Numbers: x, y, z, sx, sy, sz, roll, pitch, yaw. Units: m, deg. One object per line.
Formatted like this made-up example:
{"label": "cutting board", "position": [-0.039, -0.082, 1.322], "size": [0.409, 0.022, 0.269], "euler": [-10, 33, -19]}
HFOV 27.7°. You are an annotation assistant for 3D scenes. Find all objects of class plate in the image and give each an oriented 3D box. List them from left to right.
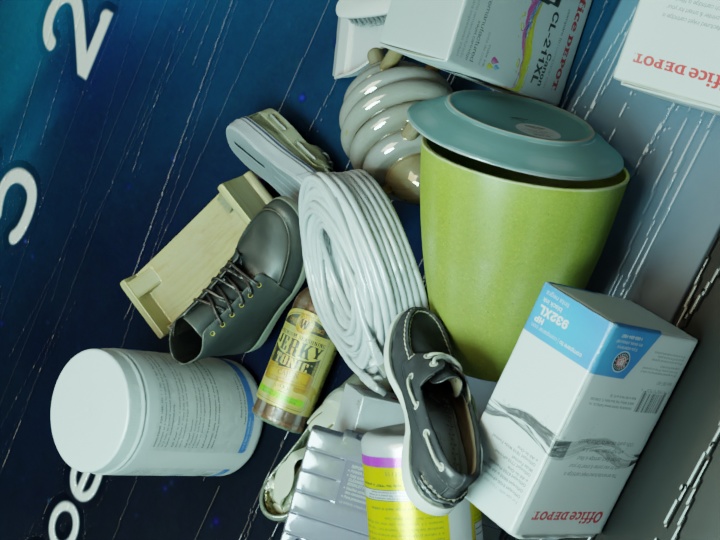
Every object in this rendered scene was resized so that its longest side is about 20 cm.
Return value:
{"label": "plate", "position": [0.140, -0.128, 1.304], "size": [0.200, 0.200, 0.026], "euler": [31, 118, 39]}

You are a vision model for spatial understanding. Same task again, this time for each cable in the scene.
{"label": "cable", "position": [0.000, 0.000, 1.397], "size": [0.200, 0.069, 0.201], "euler": [-145, 42, -67]}

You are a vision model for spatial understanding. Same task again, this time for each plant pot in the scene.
{"label": "plant pot", "position": [0.131, -0.009, 1.325], "size": [0.187, 0.187, 0.201], "euler": [27, 116, 39]}

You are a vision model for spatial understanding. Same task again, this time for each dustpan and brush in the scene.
{"label": "dustpan and brush", "position": [0.034, -0.275, 1.508], "size": [0.199, 0.057, 0.140], "euler": [1, 83, 40]}

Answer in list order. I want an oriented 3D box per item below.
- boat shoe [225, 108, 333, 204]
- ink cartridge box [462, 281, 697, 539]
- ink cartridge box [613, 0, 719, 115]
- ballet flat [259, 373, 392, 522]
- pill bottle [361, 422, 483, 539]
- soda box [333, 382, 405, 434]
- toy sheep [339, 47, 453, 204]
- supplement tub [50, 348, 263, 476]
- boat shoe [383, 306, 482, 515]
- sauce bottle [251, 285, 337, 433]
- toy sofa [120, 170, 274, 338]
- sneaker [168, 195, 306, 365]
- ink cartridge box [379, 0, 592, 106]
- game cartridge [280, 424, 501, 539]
{"label": "boat shoe", "position": [-0.062, -0.109, 1.560], "size": [0.062, 0.072, 0.200], "euler": [-37, 64, -21]}
{"label": "ink cartridge box", "position": [0.184, 0.123, 1.261], "size": [0.084, 0.145, 0.201], "euler": [33, 104, 39]}
{"label": "ink cartridge box", "position": [0.322, -0.231, 1.242], "size": [0.144, 0.084, 0.201], "euler": [24, 97, 40]}
{"label": "ballet flat", "position": [-0.038, 0.180, 1.493], "size": [0.067, 0.064, 0.200], "euler": [45, 111, 35]}
{"label": "pill bottle", "position": [0.059, 0.241, 1.311], "size": [0.104, 0.104, 0.201], "euler": [-4, 91, 40]}
{"label": "soda box", "position": [-0.002, 0.218, 1.442], "size": [0.064, 0.068, 0.201], "euler": [-155, 80, -72]}
{"label": "toy sheep", "position": [0.042, -0.147, 1.440], "size": [0.138, 0.138, 0.201], "euler": [-37, 47, 30]}
{"label": "supplement tub", "position": [-0.213, 0.153, 1.556], "size": [0.131, 0.200, 0.133], "euler": [-8, 78, 39]}
{"label": "boat shoe", "position": [0.065, 0.107, 1.245], "size": [0.060, 0.074, 0.201], "euler": [-50, 31, 43]}
{"label": "sauce bottle", "position": [-0.052, 0.067, 1.521], "size": [0.065, 0.065, 0.201], "euler": [21, 92, 40]}
{"label": "toy sofa", "position": [-0.165, -0.018, 1.634], "size": [0.200, 0.098, 0.083], "euler": [-41, 84, 28]}
{"label": "sneaker", "position": [-0.123, 0.018, 1.504], "size": [0.075, 0.106, 0.201], "euler": [39, 125, 25]}
{"label": "ink cartridge box", "position": [0.124, -0.246, 1.337], "size": [0.083, 0.200, 0.146], "euler": [21, 97, 37]}
{"label": "game cartridge", "position": [0.033, 0.231, 1.382], "size": [0.199, 0.038, 0.130], "euler": [16, 90, 5]}
